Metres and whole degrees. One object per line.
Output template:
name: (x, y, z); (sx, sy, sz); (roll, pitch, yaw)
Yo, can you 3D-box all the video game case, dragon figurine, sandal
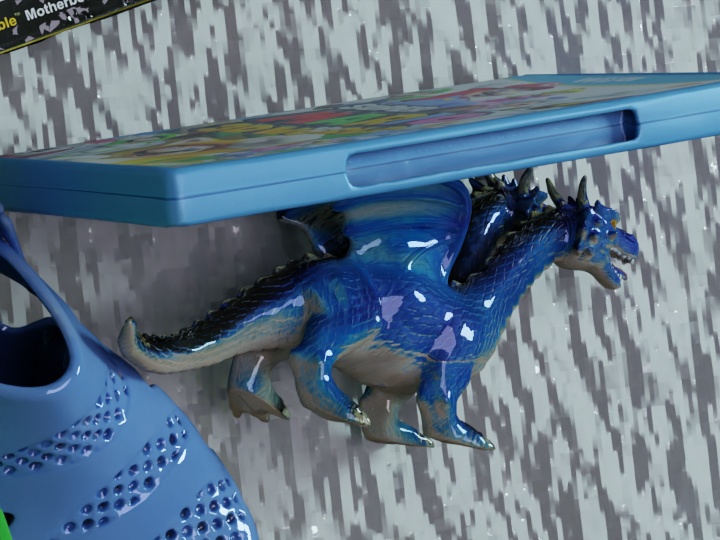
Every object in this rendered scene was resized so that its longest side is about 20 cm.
video game case: (0.004, -0.038, 0.809); (0.199, 0.143, 0.018); (-10, 98, -28)
dragon figurine: (0.000, 0.000, 0.844); (0.199, 0.059, 0.100); (13, 80, -36)
sandal: (-0.102, 0.036, 0.782); (0.200, 0.087, 0.080); (44, 66, -20)

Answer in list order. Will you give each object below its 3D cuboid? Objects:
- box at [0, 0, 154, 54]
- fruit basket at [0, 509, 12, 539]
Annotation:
box: (-0.093, -0.155, 0.822); (0.199, 0.049, 0.160); (-22, 98, -27)
fruit basket: (-0.203, 0.091, 0.711); (0.216, 0.215, 0.156); (62, 25, -10)
